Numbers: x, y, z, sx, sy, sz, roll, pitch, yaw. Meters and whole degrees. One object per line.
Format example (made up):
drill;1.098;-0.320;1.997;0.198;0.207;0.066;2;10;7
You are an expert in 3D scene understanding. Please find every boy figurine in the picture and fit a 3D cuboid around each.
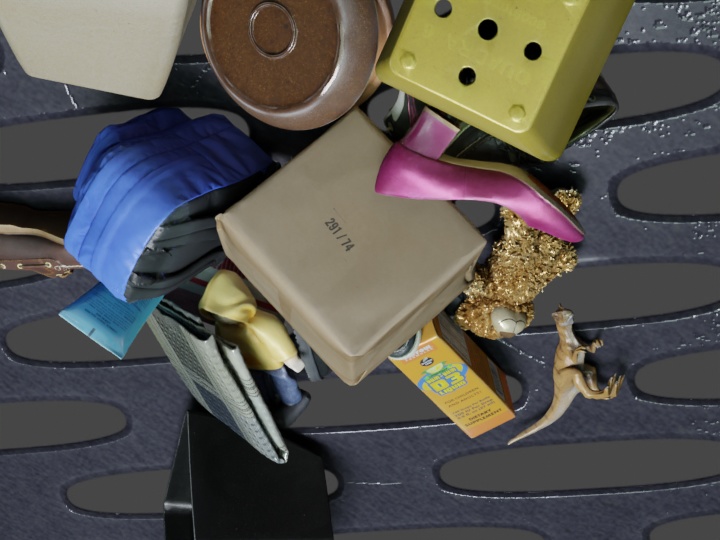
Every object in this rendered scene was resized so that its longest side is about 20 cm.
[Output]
boy figurine;-0.117;0.086;1.576;0.123;0.065;0.201;12;141;35

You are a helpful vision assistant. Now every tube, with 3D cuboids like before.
tube;-0.240;0.020;1.491;0.077;0.200;0.051;30;122;2

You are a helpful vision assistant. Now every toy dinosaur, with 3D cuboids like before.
toy dinosaur;0.240;0.124;1.611;0.105;0.060;0.202;21;123;24

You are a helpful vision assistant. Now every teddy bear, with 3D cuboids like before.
teddy bear;0.170;-0.004;1.491;0.144;0.067;0.201;6;122;-52

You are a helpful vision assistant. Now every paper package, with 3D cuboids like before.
paper package;-0.008;-0.024;1.393;0.200;0.190;0.104;46;165;14

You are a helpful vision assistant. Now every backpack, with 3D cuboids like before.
backpack;-0.212;-0.066;1.435;0.167;0.200;0.164;35;123;12

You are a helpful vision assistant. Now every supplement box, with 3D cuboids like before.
supplement box;0.097;0.107;1.562;0.066;0.069;0.200;-27;135;18

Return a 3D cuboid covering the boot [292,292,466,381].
boot;0.024;0.049;1.579;0.197;0.066;0.166;-14;142;2

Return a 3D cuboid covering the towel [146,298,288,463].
towel;-0.169;0.110;1.590;0.034;0.192;0.201;-39;126;-18

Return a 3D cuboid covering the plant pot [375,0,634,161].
plant pot;0.123;-0.217;1.251;0.198;0.176;0.202;26;105;5

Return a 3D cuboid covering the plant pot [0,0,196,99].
plant pot;-0.237;-0.279;1.316;0.197;0.201;0.178;11;136;0

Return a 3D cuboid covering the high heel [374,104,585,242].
high heel;0.113;-0.063;1.341;0.199;0.067;0.096;34;103;-6

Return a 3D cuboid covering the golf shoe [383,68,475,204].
golf shoe;0.070;-0.134;1.447;0.087;0.077;0.202;16;122;19

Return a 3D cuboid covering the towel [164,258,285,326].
towel;-0.133;-0.017;1.577;0.142;0.023;0.202;19;124;-3

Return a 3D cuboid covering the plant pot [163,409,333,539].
plant pot;-0.135;0.309;1.699;0.175;0.202;0.201;4;134;-16

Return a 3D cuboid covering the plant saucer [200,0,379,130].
plant saucer;-0.077;-0.231;1.341;0.198;0.034;0.203;9;109;27

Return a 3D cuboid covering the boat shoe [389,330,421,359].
boat shoe;0.002;-0.001;1.473;0.074;0.066;0.202;-22;78;17

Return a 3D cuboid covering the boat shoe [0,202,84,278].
boat shoe;-0.342;-0.028;1.570;0.197;0.071;0.071;9;119;12

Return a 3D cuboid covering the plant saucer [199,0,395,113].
plant saucer;-0.064;-0.236;1.409;0.197;0.032;0.202;4;124;6

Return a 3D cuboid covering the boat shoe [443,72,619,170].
boat shoe;0.161;-0.133;1.382;0.199;0.065;0.073;-34;136;0
